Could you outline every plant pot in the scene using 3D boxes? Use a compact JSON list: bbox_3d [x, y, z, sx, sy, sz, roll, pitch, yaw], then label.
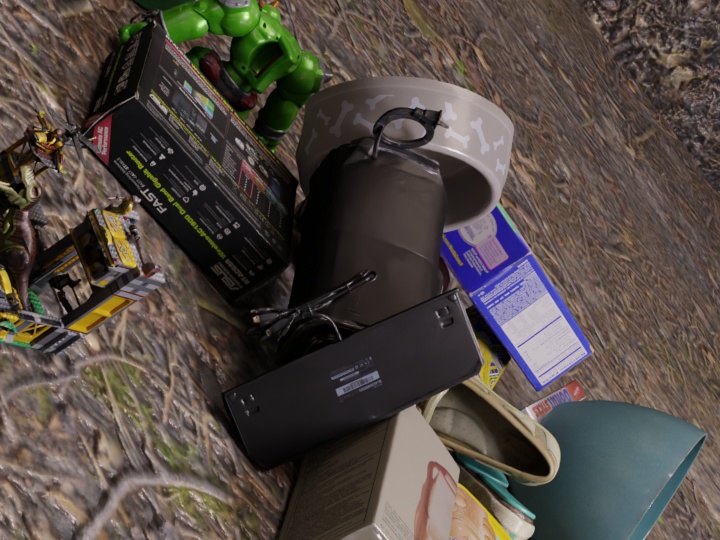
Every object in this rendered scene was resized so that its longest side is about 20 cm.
[{"bbox_3d":[0.223,0.202,1.903,0.135,0.200,0.200,34,15,14],"label":"plant pot"}]

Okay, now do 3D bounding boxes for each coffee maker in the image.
[{"bbox_3d":[0.000,0.000,1.608,0.192,0.134,0.200,91,4,-48],"label":"coffee maker"}]

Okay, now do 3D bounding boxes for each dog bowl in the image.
[{"bbox_3d":[0.036,-0.094,1.725,0.200,0.200,0.059,35,51,-47],"label":"dog bowl"}]

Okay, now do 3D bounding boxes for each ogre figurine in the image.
[{"bbox_3d":[-0.109,-0.180,1.762,0.200,0.120,0.098,49,21,-23],"label":"ogre figurine"}]

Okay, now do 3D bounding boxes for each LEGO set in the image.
[{"bbox_3d":[-0.215,-0.042,1.302,0.154,0.116,0.200,29,34,-53],"label":"LEGO set"}]

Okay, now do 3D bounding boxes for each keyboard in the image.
[{"bbox_3d":[-0.012,0.062,1.505,0.021,0.200,0.127,-134,-159,-67],"label":"keyboard"}]

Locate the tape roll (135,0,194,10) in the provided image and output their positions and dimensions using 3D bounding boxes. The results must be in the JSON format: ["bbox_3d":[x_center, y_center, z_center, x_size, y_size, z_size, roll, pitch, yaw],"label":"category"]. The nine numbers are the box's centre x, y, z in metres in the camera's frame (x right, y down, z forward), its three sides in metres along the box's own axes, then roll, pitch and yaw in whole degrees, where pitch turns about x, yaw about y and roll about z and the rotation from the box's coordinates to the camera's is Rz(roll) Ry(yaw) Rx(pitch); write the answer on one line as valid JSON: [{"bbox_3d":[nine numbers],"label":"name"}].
[{"bbox_3d":[-0.214,-0.336,1.856,0.200,0.048,0.201,47,22,-25],"label":"tape roll"}]

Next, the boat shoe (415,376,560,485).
[{"bbox_3d":[0.086,0.126,1.738,0.200,0.073,0.063,34,2,5],"label":"boat shoe"}]

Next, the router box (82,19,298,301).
[{"bbox_3d":[-0.138,-0.092,1.644,0.200,0.062,0.150,49,21,-22],"label":"router box"}]

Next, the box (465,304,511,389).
[{"bbox_3d":[0.084,0.099,1.877,0.070,0.064,0.200,56,20,-4],"label":"box"}]

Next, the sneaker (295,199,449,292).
[{"bbox_3d":[0.018,0.011,1.840,0.200,0.075,0.105,30,33,-44],"label":"sneaker"}]

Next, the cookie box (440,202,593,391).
[{"bbox_3d":[0.131,-0.003,1.914,0.171,0.075,0.200,59,4,38],"label":"cookie box"}]

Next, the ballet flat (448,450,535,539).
[{"bbox_3d":[0.101,0.205,1.754,0.067,0.062,0.200,33,4,-13],"label":"ballet flat"}]

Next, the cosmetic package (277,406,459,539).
[{"bbox_3d":[0.006,0.191,1.498,0.087,0.103,0.200,53,22,-16],"label":"cosmetic package"}]

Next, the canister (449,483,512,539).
[{"bbox_3d":[0.080,0.275,1.569,0.149,0.086,0.200,49,20,-22],"label":"canister"}]

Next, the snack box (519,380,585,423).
[{"bbox_3d":[0.170,0.150,1.988,0.024,0.072,0.200,59,20,7],"label":"snack box"}]
